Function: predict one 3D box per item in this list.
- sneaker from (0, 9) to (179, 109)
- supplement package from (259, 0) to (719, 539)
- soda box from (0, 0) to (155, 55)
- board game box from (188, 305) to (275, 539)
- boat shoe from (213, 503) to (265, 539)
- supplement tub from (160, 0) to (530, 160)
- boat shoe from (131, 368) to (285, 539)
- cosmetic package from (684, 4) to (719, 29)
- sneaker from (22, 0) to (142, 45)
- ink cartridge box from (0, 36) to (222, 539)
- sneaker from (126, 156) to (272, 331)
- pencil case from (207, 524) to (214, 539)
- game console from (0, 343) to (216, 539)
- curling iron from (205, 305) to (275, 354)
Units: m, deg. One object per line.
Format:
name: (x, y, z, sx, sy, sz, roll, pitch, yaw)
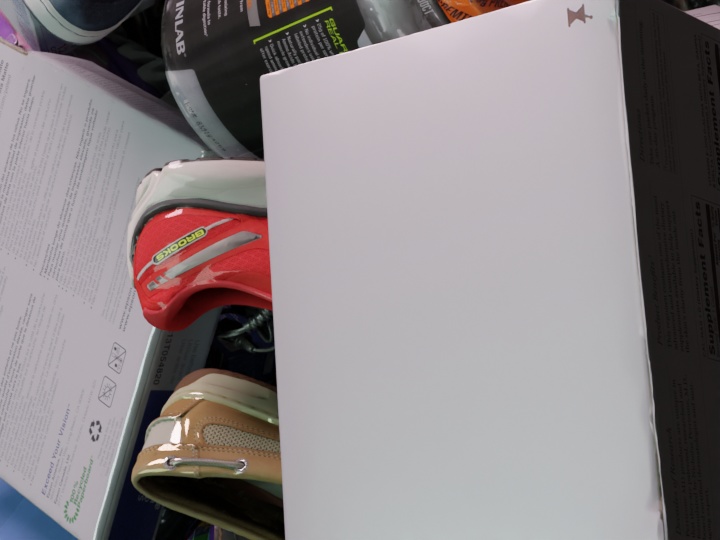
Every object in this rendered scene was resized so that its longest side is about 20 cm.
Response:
sneaker: (-0.166, -0.104, 1.432, 0.200, 0.088, 0.081, 43, 135, 37)
supplement package: (0.060, 0.018, 1.006, 0.155, 0.111, 0.201, -12, 73, 32)
soda box: (-0.185, -0.199, 1.418, 0.200, 0.068, 0.064, 51, 164, 32)
board game box: (-0.123, 0.041, 1.470, 0.200, 0.034, 0.136, 42, 134, 36)
boat shoe: (-0.078, 0.197, 1.266, 0.073, 0.074, 0.201, 9, 98, 4)
supplement tub: (0.015, -0.112, 1.165, 0.200, 0.122, 0.123, -15, 90, 53)
boat shoe: (-0.003, 0.110, 1.198, 0.200, 0.076, 0.072, 16, 130, 15)
cosmetic package: (0.144, 0.004, 1.098, 0.082, 0.051, 0.200, 27, 123, 46)
sneaker: (-0.070, -0.198, 1.208, 0.077, 0.203, 0.146, 38, 144, -22)
ink cartridge box: (-0.141, 0.005, 1.329, 0.200, 0.041, 0.200, 30, 108, 45)
sneaker: (0.000, 0.000, 1.190, 0.077, 0.199, 0.085, 57, -147, -76)
pencil case: (-0.008, 0.081, 1.295, 0.093, 0.085, 0.200, -89, 17, -46)
game console: (-0.161, 0.062, 1.393, 0.200, 0.172, 0.119, 20, 155, 50)
curling iron: (-0.066, -0.043, 1.321, 0.050, 0.026, 0.200, -36, 50, 27)
